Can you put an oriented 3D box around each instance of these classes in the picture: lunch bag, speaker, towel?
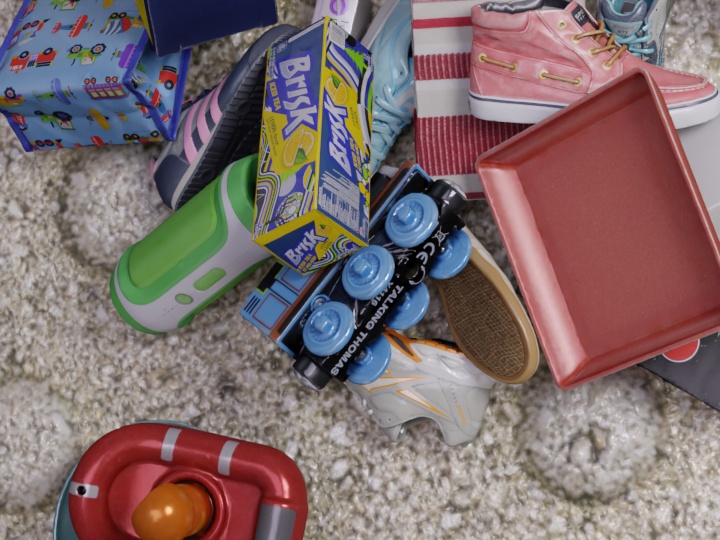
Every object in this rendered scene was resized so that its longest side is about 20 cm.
[{"bbox_3d":[-0.226,-0.214,1.636,0.150,0.094,0.201,-2,58,22],"label":"lunch bag"},{"bbox_3d":[-0.128,-0.020,1.568,0.200,0.088,0.089,-35,75,41],"label":"speaker"},{"bbox_3d":[0.113,-0.158,1.521,0.143,0.023,0.201,-3,104,-3],"label":"towel"}]

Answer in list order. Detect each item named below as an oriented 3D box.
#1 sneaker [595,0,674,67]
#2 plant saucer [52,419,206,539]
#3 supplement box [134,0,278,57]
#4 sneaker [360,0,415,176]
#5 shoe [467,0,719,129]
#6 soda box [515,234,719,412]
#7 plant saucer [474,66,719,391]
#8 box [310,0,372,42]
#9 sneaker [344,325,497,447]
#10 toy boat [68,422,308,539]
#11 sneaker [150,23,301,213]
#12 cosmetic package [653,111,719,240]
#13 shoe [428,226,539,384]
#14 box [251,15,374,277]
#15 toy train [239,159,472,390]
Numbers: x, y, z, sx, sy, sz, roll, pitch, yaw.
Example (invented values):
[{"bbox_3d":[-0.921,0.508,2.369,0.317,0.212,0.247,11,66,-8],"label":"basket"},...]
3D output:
[{"bbox_3d":[0.212,-0.183,1.517,0.077,0.086,0.201,4,87,17],"label":"sneaker"},{"bbox_3d":[-0.169,0.230,1.623,0.199,0.036,0.201,-1,86,17],"label":"plant saucer"},{"bbox_3d":[-0.153,-0.292,1.569,0.108,0.110,0.200,-17,50,-10],"label":"supplement box"},{"bbox_3d":[0.025,-0.149,1.562,0.082,0.074,0.201,29,96,58],"label":"sneaker"},{"bbox_3d":[0.180,-0.163,1.454,0.199,0.072,0.091,4,113,16],"label":"shoe"},{"bbox_3d":[0.228,0.039,1.506,0.199,0.063,0.071,31,96,17],"label":"soda box"},{"bbox_3d":[0.193,-0.029,1.425,0.200,0.037,0.201,-28,80,48],"label":"plant saucer"},{"bbox_3d":[-0.035,-0.141,1.612,0.039,0.041,0.201,13,90,17],"label":"box"},{"bbox_3d":[0.014,0.092,1.563,0.199,0.076,0.092,15,94,18],"label":"sneaker"},{"bbox_3d":[-0.149,0.197,1.533,0.199,0.131,0.131,10,88,17],"label":"toy boat"},{"bbox_3d":[-0.120,-0.140,1.608,0.200,0.070,0.082,-54,53,18],"label":"sneaker"},{"bbox_3d":[0.314,-0.083,1.461,0.199,0.085,0.108,-30,45,10],"label":"cosmetic package"},{"bbox_3d":[0.093,0.009,1.532,0.070,0.053,0.200,-54,56,33],"label":"shoe"},{"bbox_3d":[-0.036,-0.101,1.488,0.070,0.064,0.201,-25,45,32],"label":"box"},{"bbox_3d":[0.000,0.000,1.491,0.114,0.087,0.200,35,86,42],"label":"toy train"}]
